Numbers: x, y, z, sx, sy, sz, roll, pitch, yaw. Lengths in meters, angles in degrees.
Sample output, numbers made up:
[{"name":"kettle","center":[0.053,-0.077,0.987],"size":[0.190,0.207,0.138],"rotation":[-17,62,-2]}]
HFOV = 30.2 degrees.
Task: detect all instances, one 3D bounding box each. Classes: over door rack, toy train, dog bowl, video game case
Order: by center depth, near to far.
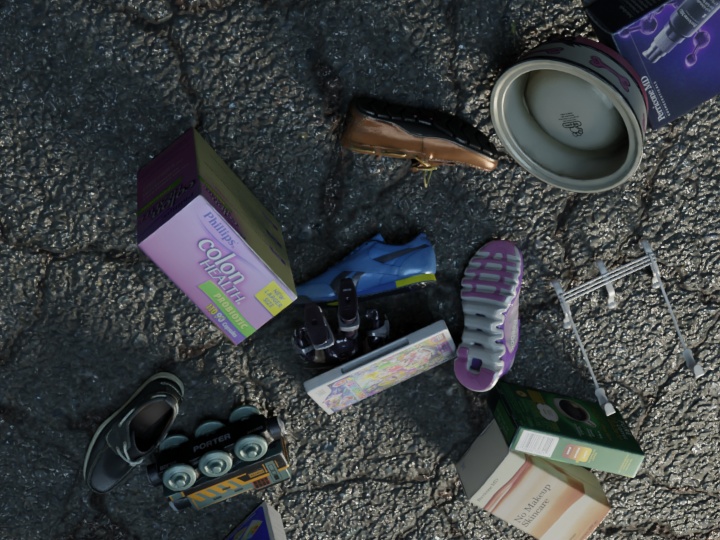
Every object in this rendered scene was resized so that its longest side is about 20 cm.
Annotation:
[{"name":"dog bowl","center":[0.258,-0.193,1.608],"size":[0.198,0.074,0.201],"rotation":[22,143,18]},{"name":"video game case","center":[0.031,0.130,1.766],"size":[0.198,0.018,0.143],"rotation":[-24,160,3]},{"name":"over door rack","center":[0.355,0.074,1.808],"size":[0.146,0.067,0.202],"rotation":[-24,98,3]},{"name":"toy train","center":[-0.187,0.262,1.812],"size":[0.198,0.086,0.115],"rotation":[-22,128,2]}]

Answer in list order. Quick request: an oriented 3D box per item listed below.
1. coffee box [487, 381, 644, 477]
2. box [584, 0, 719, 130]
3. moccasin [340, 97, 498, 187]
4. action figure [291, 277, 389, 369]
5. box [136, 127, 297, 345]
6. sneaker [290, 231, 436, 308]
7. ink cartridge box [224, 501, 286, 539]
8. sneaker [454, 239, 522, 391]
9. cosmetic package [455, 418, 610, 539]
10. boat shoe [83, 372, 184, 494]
[{"name":"coffee box","center":[0.284,0.220,1.849],"size":[0.198,0.123,0.044],"rotation":[13,113,-18]},{"name":"box","center":[0.397,-0.291,1.617],"size":[0.199,0.105,0.149],"rotation":[-31,119,6]},{"name":"moccasin","center":[0.074,-0.153,1.648],"size":[0.199,0.074,0.078],"rotation":[8,125,-17]},{"name":"action figure","center":[-0.025,0.080,1.712],"size":[0.129,0.070,0.200],"rotation":[-19,161,-3]},{"name":"box","center":[-0.174,-0.043,1.587],"size":[0.096,0.201,0.176],"rotation":[-37,118,9]},{"name":"sneaker","center":[0.000,0.000,1.728],"size":[0.197,0.066,0.080],"rotation":[-13,82,8]},{"name":"ink cartridge box","center":[-0.172,0.452,1.840],"size":[0.043,0.201,0.198],"rotation":[38,106,-27]},{"name":"sneaker","center":[0.181,0.058,1.778],"size":[0.088,0.080,0.203],"rotation":[-2,104,-54]},{"name":"cosmetic package","center":[0.247,0.310,1.907],"size":[0.199,0.088,0.104],"rotation":[30,110,-22]},{"name":"boat shoe","center":[-0.307,0.226,1.778],"size":[0.071,0.068,0.200],"rotation":[32,109,-25]}]
